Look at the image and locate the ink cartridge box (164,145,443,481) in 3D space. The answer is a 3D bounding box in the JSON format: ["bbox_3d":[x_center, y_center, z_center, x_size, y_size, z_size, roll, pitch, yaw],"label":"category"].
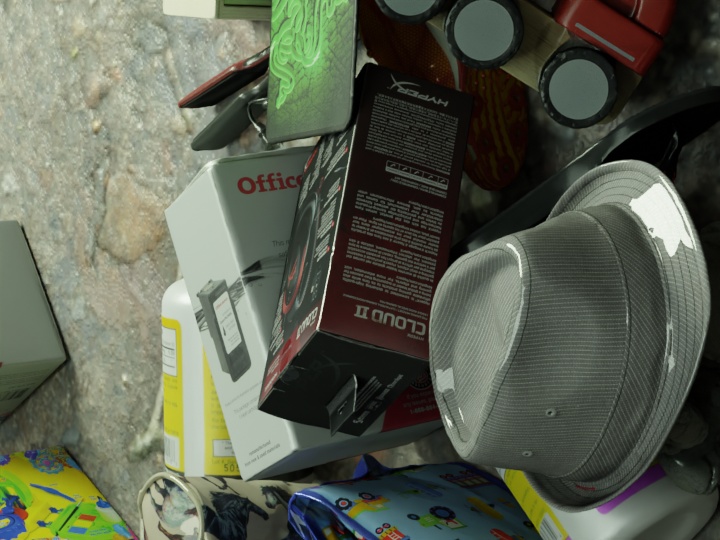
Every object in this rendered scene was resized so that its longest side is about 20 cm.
[{"bbox_3d":[-0.031,0.024,1.236,0.083,0.144,0.202,-35,68,54],"label":"ink cartridge box"}]

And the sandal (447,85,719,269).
[{"bbox_3d":[0.139,-0.039,1.074,0.199,0.075,0.045,-35,69,16],"label":"sandal"}]

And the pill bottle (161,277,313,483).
[{"bbox_3d":[-0.090,0.063,1.331,0.111,0.111,0.202,6,99,46],"label":"pill bottle"}]

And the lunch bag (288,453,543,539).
[{"bbox_3d":[0.058,0.182,1.158,0.200,0.150,0.095,43,123,35],"label":"lunch bag"}]

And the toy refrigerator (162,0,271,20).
[{"bbox_3d":[-0.091,-0.284,1.320,0.070,0.075,0.202,13,103,45],"label":"toy refrigerator"}]

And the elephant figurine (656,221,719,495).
[{"bbox_3d":[0.230,0.019,0.995,0.200,0.155,0.142,-39,27,30],"label":"elephant figurine"}]

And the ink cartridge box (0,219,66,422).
[{"bbox_3d":[-0.385,0.068,1.619,0.200,0.144,0.146,-41,65,41],"label":"ink cartridge box"}]

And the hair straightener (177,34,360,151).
[{"bbox_3d":[-0.058,-0.127,1.336,0.199,0.041,0.078,-25,76,41],"label":"hair straightener"}]

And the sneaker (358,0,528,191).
[{"bbox_3d":[0.045,-0.143,1.175,0.077,0.073,0.201,-19,100,49],"label":"sneaker"}]

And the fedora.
[{"bbox_3d":[0.096,0.036,0.975,0.201,0.089,0.178,120,146,-47],"label":"fedora"}]

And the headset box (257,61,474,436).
[{"bbox_3d":[0.000,0.000,1.117,0.149,0.074,0.202,127,156,-62],"label":"headset box"}]

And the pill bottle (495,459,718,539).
[{"bbox_3d":[0.122,0.088,1.114,0.201,0.104,0.105,56,130,27],"label":"pill bottle"}]

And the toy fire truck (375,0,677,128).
[{"bbox_3d":[0.118,-0.211,1.075,0.175,0.129,0.201,31,103,-4],"label":"toy fire truck"}]

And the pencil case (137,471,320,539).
[{"bbox_3d":[-0.055,0.187,1.255,0.078,0.199,0.090,-60,42,23],"label":"pencil case"}]

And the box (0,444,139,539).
[{"bbox_3d":[-0.296,0.261,1.506,0.193,0.199,0.123,43,124,35],"label":"box"}]

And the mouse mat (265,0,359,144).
[{"bbox_3d":[-0.032,-0.165,1.161,0.200,0.007,0.163,-177,90,-73],"label":"mouse mat"}]
